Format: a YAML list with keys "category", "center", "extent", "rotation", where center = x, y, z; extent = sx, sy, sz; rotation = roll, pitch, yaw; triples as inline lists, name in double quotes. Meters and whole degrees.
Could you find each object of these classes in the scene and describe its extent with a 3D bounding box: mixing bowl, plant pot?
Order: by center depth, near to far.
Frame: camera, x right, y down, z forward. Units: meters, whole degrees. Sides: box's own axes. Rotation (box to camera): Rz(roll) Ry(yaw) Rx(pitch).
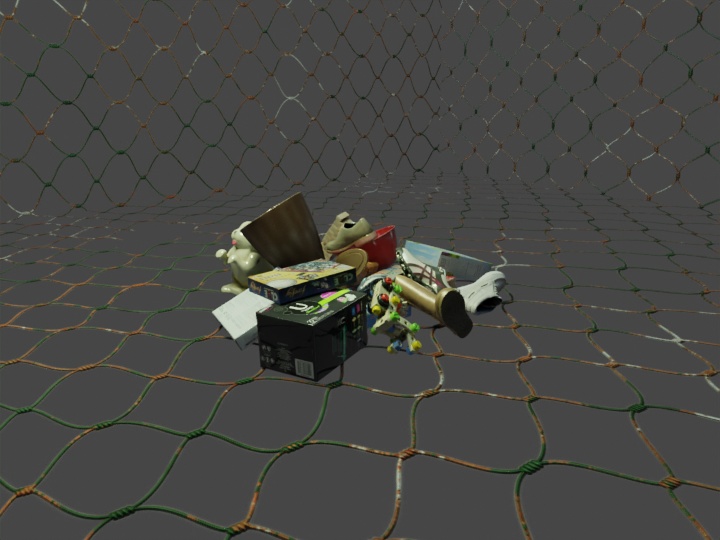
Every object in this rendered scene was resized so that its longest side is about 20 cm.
- category: "plant pot"
  center: [-0.178, -0.069, 1.474]
  extent: [0.186, 0.200, 0.187]
  rotation: [-32, 8, 5]
- category: "mixing bowl"
  center: [0.034, -0.044, 1.701]
  extent: [0.199, 0.109, 0.200]
  rotation: [-26, 9, 4]

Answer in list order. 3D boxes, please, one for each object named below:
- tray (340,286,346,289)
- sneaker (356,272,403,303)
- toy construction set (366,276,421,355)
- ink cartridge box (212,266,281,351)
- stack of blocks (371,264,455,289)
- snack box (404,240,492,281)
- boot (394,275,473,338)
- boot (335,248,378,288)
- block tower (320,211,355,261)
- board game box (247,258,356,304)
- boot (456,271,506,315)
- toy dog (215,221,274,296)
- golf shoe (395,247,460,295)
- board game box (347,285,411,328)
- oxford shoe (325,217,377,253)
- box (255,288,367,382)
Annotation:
- category: "tray"
  center: [-0.121, 0.070, 1.414]
  extent: [0.098, 0.037, 0.200]
  rotation: [2, 25, 25]
- category: "sneaker"
  center: [0.033, 0.049, 1.400]
  extent: [0.086, 0.078, 0.200]
  rotation: [3, 6, 28]
- category: "toy construction set"
  center: [0.074, 0.093, 1.258]
  extent: [0.131, 0.092, 0.200]
  rotation: [40, 17, -16]
- category: "ink cartridge box"
  center: [-0.231, 0.083, 1.335]
  extent: [0.200, 0.041, 0.199]
  rotation: [-36, 28, -15]
- category: "stack of blocks"
  center: [0.143, 0.042, 1.545]
  extent: [0.199, 0.059, 0.115]
  rotation: [12, 21, 37]
- category: "snack box"
  center: [0.247, -0.024, 1.642]
  extent: [0.199, 0.068, 0.168]
  rotation: [10, 7, -32]
- category: "boot"
  center: [0.147, 0.062, 1.290]
  extent: [0.066, 0.175, 0.200]
  rotation: [-45, 48, -14]
- category: "boot"
  center: [0.000, 0.000, 1.542]
  extent: [0.155, 0.200, 0.077]
  rotation: [-11, 60, -43]
- category: "block tower"
  center: [-0.087, -0.082, 1.744]
  extent: [0.058, 0.200, 0.054]
  rotation: [39, 32, 8]
- category: "board game box"
  center: [-0.127, 0.020, 1.255]
  extent: [0.199, 0.035, 0.135]
  rotation: [-16, 19, -36]
- category: "boot"
  center: [0.328, 0.065, 1.460]
  extent: [0.199, 0.074, 0.095]
  rotation: [-23, 32, -32]
- category: "toy dog"
  center: [-0.299, -0.036, 1.589]
  extent: [0.193, 0.201, 0.139]
  rotation: [-11, 20, -30]
- category: "golf shoe"
  center: [0.164, 0.014, 1.440]
  extent: [0.088, 0.200, 0.077]
  rotation: [-34, -17, -6]
- category: "board game box"
  center: [0.008, 0.087, 1.442]
  extent: [0.151, 0.037, 0.200]
  rotation: [-12, 21, -33]
- category: "oxford shoe"
  center: [-0.035, -0.100, 1.621]
  extent: [0.200, 0.074, 0.071]
  rotation: [-18, 14, 44]
- category: "box"
  center: [-0.095, 0.122, 1.187]
  extent: [0.148, 0.125, 0.200]
  rotation: [8, 20, 29]
